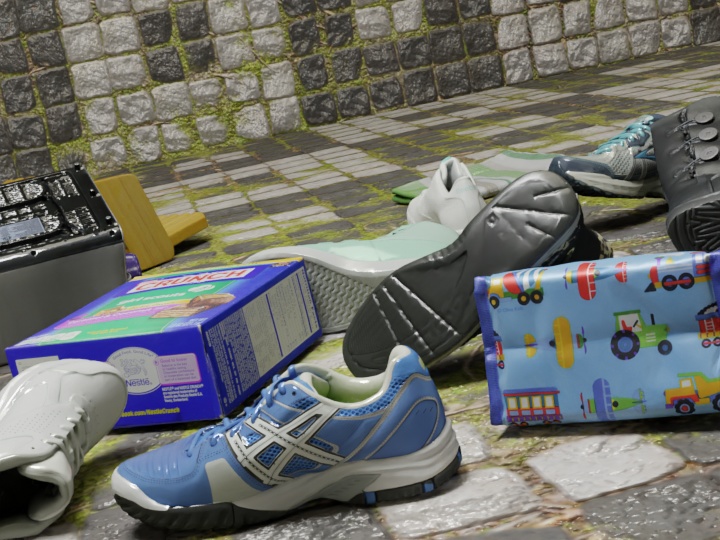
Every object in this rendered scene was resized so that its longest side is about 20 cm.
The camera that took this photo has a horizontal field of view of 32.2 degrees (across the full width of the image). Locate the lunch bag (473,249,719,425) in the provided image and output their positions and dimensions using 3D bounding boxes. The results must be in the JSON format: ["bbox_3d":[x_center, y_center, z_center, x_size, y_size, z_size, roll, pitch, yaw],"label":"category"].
[{"bbox_3d":[0.180,0.036,0.804,0.150,0.095,0.200,-7,0,25],"label":"lunch bag"}]

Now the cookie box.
[{"bbox_3d":[-0.147,0.055,0.983,0.170,0.076,0.200,-7,12,21],"label":"cookie box"}]

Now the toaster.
[{"bbox_3d":[-0.335,-0.008,1.231,0.199,0.119,0.181,-16,31,-19],"label":"toaster"}]

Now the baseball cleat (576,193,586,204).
[{"bbox_3d":[0.162,-0.034,1.170,0.106,0.070,0.200,-14,1,13],"label":"baseball cleat"}]

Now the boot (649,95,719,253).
[{"bbox_3d":[0.352,-0.097,1.132,0.164,0.066,0.200,-9,28,15],"label":"boot"}]

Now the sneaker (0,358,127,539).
[{"bbox_3d":[-0.200,0.121,0.771,0.099,0.078,0.200,5,28,32],"label":"sneaker"}]

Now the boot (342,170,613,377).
[{"bbox_3d":[0.096,0.023,0.924,0.203,0.074,0.154,-41,-26,12],"label":"boot"}]

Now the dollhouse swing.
[{"bbox_3d":[-0.326,-0.085,1.604,0.199,0.182,0.176,-3,35,36],"label":"dollhouse swing"}]

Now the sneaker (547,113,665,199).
[{"bbox_3d":[0.273,-0.116,1.268,0.199,0.087,0.078,-1,5,-29],"label":"sneaker"}]

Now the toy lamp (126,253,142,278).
[{"bbox_3d":[-0.336,0.024,1.352,0.199,0.058,0.058,-17,13,-16],"label":"toy lamp"}]

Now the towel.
[{"bbox_3d":[0.157,-0.122,1.630,0.199,0.031,0.149,-18,13,-27],"label":"towel"}]

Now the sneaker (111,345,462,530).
[{"bbox_3d":[-0.046,0.094,0.710,0.199,0.077,0.076,-12,14,2],"label":"sneaker"}]

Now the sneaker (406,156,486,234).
[{"bbox_3d":[0.097,-0.081,1.356,0.075,0.089,0.200,-15,12,-12],"label":"sneaker"}]

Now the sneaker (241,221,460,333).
[{"bbox_3d":[0.000,0.000,1.098,0.199,0.074,0.118,2,21,13],"label":"sneaker"}]
